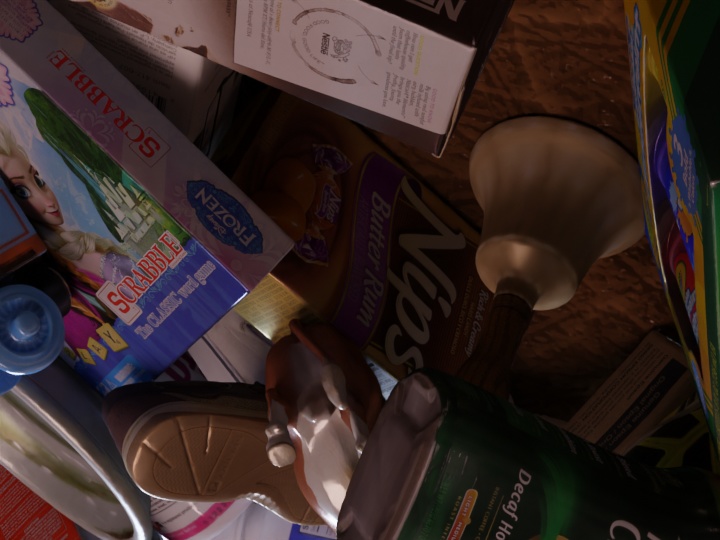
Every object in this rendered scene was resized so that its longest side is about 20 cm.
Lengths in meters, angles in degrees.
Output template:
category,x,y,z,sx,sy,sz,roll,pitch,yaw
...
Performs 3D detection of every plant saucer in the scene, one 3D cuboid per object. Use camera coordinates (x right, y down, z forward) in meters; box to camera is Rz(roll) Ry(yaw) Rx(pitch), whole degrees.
category,x,y,z,sx,sy,sz,roll,pitch,yaw
plant saucer,-0.188,0.081,1.075,0.200,0.050,0.200,34,156,17

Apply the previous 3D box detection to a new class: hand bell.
category,x,y,z,sx,sy,sz,roll,pitch,yaw
hand bell,0.073,0.028,0.924,0.104,0.200,0.104,16,143,13

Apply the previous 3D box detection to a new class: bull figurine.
category,x,y,z,sx,sy,sz,roll,pitch,yaw
bull figurine,0.008,0.119,0.947,0.065,0.121,0.200,-29,108,8

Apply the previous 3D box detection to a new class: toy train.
category,x,y,z,sx,sy,sz,roll,pitch,yaw
toy train,-0.236,0.033,0.893,0.114,0.200,0.087,57,146,-3

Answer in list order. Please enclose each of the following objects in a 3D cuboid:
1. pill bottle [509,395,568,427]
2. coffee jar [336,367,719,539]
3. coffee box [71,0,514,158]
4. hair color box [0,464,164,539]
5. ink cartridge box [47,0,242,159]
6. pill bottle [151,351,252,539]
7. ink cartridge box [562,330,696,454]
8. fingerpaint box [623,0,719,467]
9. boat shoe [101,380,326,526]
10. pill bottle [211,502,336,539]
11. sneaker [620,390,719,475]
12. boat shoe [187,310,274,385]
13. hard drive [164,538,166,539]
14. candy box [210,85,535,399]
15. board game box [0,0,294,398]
category,x,y,z,sx,sy,sz,roll,pitch,yaw
pill bottle,0.030,0.110,1.125,0.200,0.112,0.112,12,142,17
coffee jar,0.097,0.123,0.832,0.200,0.104,0.085,20,-174,-19
coffee box,-0.028,-0.150,0.841,0.200,0.113,0.080,24,144,4
hair color box,-0.201,0.154,1.237,0.061,0.200,0.101,-44,138,12
ink cartridge box,-0.142,-0.113,0.975,0.146,0.084,0.200,25,145,3
pill bottle,-0.157,0.082,1.201,0.200,0.113,0.113,41,141,-21
ink cartridge box,0.189,0.161,1.048,0.200,0.165,0.075,42,180,-21
fingerpaint box,0.171,-0.032,0.812,0.073,0.167,0.200,-12,137,3
boat shoe,-0.056,0.094,1.006,0.200,0.065,0.072,12,116,-44
pill bottle,-0.001,0.191,1.243,0.200,0.112,0.112,8,140,22
sneaker,0.197,0.081,0.953,0.075,0.200,0.076,59,167,7
boat shoe,-0.081,0.000,1.072,0.086,0.075,0.202,-46,71,21
hard drive,-0.171,0.195,1.421,0.200,0.026,0.132,21,143,7
candy box,0.000,0.000,1.005,0.200,0.117,0.056,41,143,-20
board game box,-0.153,-0.035,0.942,0.200,0.041,0.200,44,146,-3
